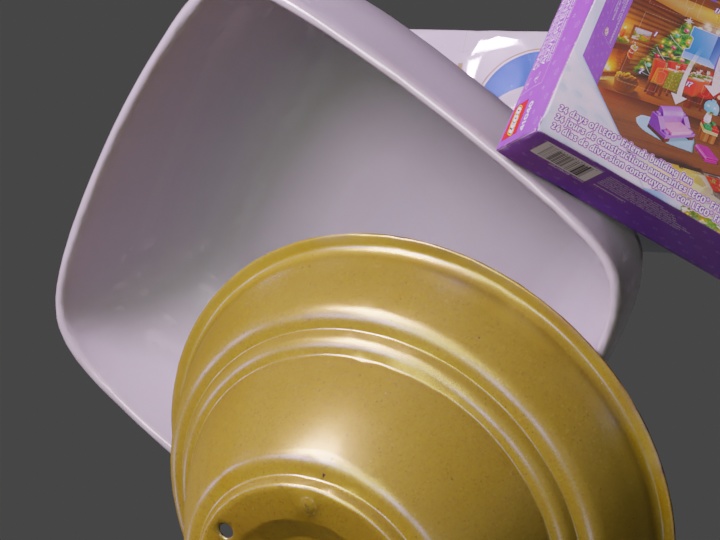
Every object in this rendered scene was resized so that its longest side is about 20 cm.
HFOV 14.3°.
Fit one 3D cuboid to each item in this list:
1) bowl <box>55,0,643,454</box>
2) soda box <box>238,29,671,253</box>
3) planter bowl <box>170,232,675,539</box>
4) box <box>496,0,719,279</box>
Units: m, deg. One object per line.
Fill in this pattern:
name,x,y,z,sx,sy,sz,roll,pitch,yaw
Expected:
bowl,0.000,0.000,1.048,0.200,0.075,0.200,38,126,11
soda box,0.047,-0.051,1.104,0.199,0.064,0.068,4,73,26
planter bowl,0.001,0.095,0.993,0.200,0.083,0.201,14,121,24
box,0.160,-0.055,0.982,0.137,0.200,0.039,-65,14,-18
